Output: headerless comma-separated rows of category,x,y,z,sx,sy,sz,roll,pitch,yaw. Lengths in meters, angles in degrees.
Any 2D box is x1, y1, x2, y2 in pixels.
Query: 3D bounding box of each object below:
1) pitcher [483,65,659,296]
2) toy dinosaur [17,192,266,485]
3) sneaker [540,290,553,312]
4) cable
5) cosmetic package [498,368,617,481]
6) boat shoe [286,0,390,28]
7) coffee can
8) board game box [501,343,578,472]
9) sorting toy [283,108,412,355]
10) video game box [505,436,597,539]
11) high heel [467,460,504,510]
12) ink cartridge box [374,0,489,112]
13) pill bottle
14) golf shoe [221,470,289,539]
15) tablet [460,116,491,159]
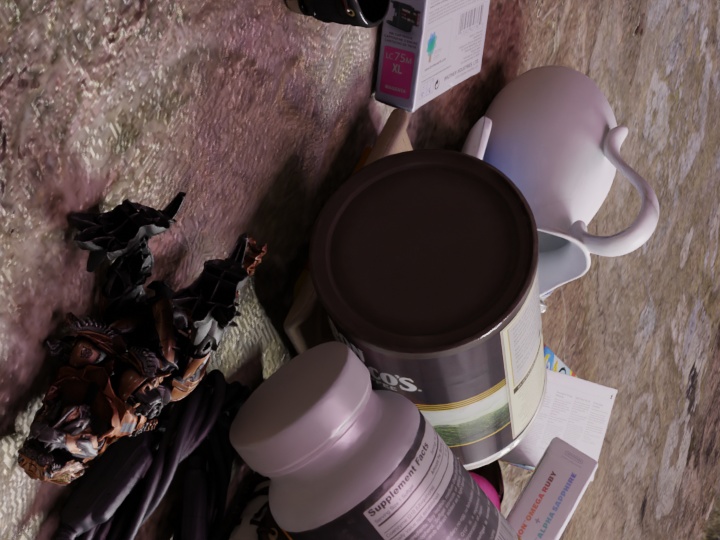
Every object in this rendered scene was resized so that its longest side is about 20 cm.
pitcher,0.173,-0.079,1.293,0.121,0.171,0.201,51,39,-38
toy dinosaur,-0.121,0.033,0.873,0.201,0.101,0.136,-74,-179,-48
sneaker,0.139,0.019,1.420,0.075,0.087,0.200,-70,158,-10
cable,-0.120,0.154,0.974,0.200,0.051,0.164,-55,152,-36
cosmetic package,0.126,0.114,1.266,0.199,0.050,0.083,19,88,-45
boat shoe,-0.004,-0.247,0.941,0.074,0.063,0.203,-35,135,-51
coffee can,0.053,0.033,1.058,0.147,0.146,0.200,-62,160,-23
board game box,0.116,0.109,1.409,0.106,0.102,0.200,-69,157,-8
sorting toy,0.000,0.000,1.165,0.186,0.036,0.200,-63,160,-21
video game box,0.113,0.244,1.231,0.183,0.047,0.200,-54,168,-21
high heel,0.087,0.161,1.205,0.200,0.067,0.097,69,34,-64
ink cartridge box,0.061,-0.228,1.128,0.119,0.042,0.201,-36,140,-55
pill bottle,0.013,0.150,0.984,0.200,0.116,0.117,51,50,-18
golf shoe,-0.052,0.164,1.045,0.094,0.078,0.201,10,59,-44
tablet,0.069,-0.019,1.259,0.130,0.014,0.201,118,-12,-85
